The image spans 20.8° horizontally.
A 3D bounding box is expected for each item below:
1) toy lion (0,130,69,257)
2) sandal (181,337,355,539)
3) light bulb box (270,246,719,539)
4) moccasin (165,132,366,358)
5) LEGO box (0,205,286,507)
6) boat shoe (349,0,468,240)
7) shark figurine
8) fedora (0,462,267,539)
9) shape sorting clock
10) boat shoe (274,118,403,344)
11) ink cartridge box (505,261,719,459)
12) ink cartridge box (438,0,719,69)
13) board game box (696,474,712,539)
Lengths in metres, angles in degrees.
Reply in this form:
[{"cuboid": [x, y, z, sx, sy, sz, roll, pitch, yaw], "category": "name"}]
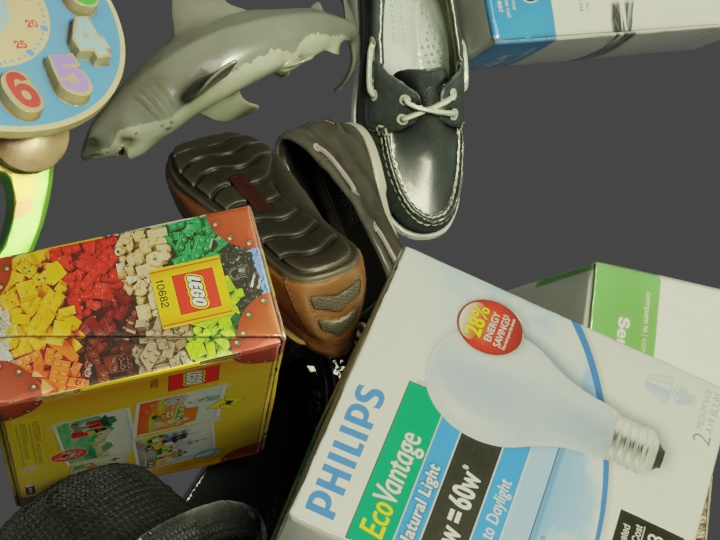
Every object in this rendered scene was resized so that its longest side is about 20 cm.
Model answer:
[{"cuboid": [-0.283, -0.028, 1.105, 0.199, 0.069, 0.193, 17, 81, -19], "category": "toy lion"}, {"cuboid": [-0.049, 0.096, 1.180, 0.075, 0.048, 0.201, 27, 70, -17], "category": "sandal"}, {"cuboid": [0.067, 0.126, 1.041, 0.199, 0.125, 0.199, 23, 49, 0], "category": "light bulb box"}, {"cuboid": [-0.056, -0.018, 1.139, 0.073, 0.201, 0.078, -23, 129, -26], "category": "moccasin"}, {"cuboid": [-0.125, 0.052, 1.053, 0.148, 0.200, 0.077, -12, 71, -11], "category": "LEGO box"}, {"cuboid": [0.032, -0.121, 1.248, 0.075, 0.060, 0.201, -9, 83, -21], "category": "boat shoe"}, {"cuboid": [-0.070, -0.145, 1.171, 0.214, 0.128, 0.090, -26, 82, -31], "category": "shark figurine"}, {"cuboid": [-0.150, 0.176, 1.079, 0.200, 0.201, 0.092, -28, 60, -25], "category": "fedora"}, {"cuboid": [-0.225, -0.154, 1.111, 0.199, 0.039, 0.200, 20, 39, -17], "category": "shape sorting clock"}, {"cuboid": [0.000, 0.000, 1.195, 0.057, 0.067, 0.201, -5, 66, -43], "category": "boat shoe"}, {"cuboid": [0.196, 0.062, 1.235, 0.199, 0.146, 0.085, 12, 77, -19], "category": "ink cartridge box"}, {"cuboid": [0.147, -0.217, 1.301, 0.199, 0.086, 0.147, -7, 83, -25], "category": "ink cartridge box"}, {"cuboid": [0.108, 0.198, 1.144, 0.159, 0.097, 0.201, 18, 49, -4], "category": "board game box"}]
